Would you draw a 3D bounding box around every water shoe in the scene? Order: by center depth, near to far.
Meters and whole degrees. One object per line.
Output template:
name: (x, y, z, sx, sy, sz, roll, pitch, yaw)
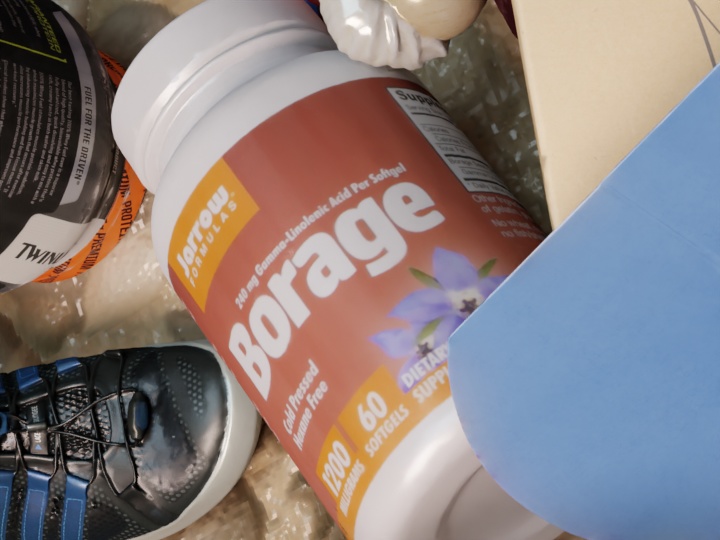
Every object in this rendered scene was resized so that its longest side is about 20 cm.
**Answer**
water shoe: (-0.129, 0.070, 0.997, 0.200, 0.079, 0.072, -17, 71, 31)

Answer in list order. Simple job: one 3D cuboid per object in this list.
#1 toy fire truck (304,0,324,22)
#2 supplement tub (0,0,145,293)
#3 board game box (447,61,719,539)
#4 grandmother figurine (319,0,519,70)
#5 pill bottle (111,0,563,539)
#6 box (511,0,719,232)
toy fire truck: (-0.053, -0.171, 0.959, 0.112, 0.168, 0.200, -38, 55, -19)
supplement tub: (-0.174, -0.057, 0.980, 0.122, 0.200, 0.123, -8, 76, 34)
board game box: (0.120, -0.001, 0.808, 0.200, 0.158, 0.039, -46, 35, 19)
grandmother figurine: (0.081, -0.115, 0.871, 0.200, 0.061, 0.121, -18, 60, 9)
pill bottle: (0.000, 0.000, 0.902, 0.112, 0.112, 0.200, -48, 58, 17)
box: (0.122, -0.111, 0.825, 0.163, 0.021, 0.200, -9, 97, 13)
